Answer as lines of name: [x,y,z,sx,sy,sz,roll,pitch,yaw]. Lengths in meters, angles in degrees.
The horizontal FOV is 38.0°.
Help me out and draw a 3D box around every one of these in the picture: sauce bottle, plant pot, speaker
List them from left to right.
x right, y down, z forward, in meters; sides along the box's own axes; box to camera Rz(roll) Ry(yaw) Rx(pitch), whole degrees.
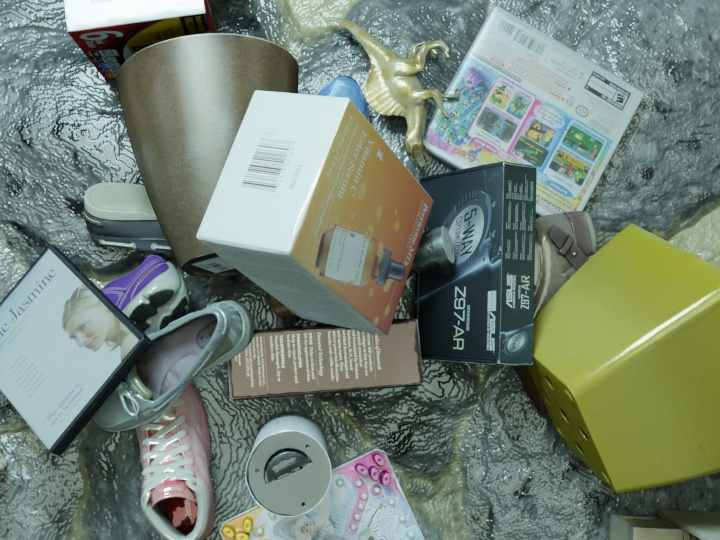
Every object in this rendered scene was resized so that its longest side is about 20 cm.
plant pot: [-0.143,-0.101,1.043,0.186,0.187,0.201,-6,76,-5]
speaker: [-0.071,0.188,1.044,0.081,0.200,0.082,0,87,-4]
sauce bottle: [0.000,0.000,1.096,0.199,0.066,0.066,-13,88,18]
plant pot: [0.277,0.101,1.048,0.176,0.200,0.201,-29,113,-6]

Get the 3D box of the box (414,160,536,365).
box: [0.117,-0.004,1.089,0.043,0.160,0.201,3,87,-29]

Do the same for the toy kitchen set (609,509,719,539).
toy kitchen set: [0.379,0.356,1.089,0.199,0.163,0.182,3,87,-4]

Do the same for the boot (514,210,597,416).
boot: [0.222,0.039,1.139,0.146,0.070,0.201,-25,103,-12]

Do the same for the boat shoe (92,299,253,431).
boat shoe: [-0.199,0.095,1.040,0.201,0.065,0.075,-32,76,17]

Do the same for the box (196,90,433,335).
box: [-0.034,-0.050,0.975,0.106,0.200,0.153,10,72,31]

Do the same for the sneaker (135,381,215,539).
sneaker: [-0.195,0.191,1.084,0.075,0.105,0.201,-13,87,-3]

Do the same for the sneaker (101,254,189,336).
sneaker: [-0.266,0.064,1.111,0.200,0.081,0.084,-40,48,4]

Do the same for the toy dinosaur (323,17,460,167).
toy dinosaur: [0.045,-0.216,1.131,0.101,0.058,0.201,-28,85,-10]

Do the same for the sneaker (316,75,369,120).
sneaker: [-0.035,-0.114,1.119,0.078,0.089,0.201,14,84,-4]

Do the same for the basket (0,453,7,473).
basket: [-0.492,0.195,1.031,0.200,0.161,0.198,-43,91,-5]

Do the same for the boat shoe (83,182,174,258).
boat shoe: [-0.198,-0.047,1.130,0.199,0.073,0.063,9,129,-9]

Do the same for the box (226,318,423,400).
box: [-0.039,0.092,1.103,0.199,0.100,0.075,-2,87,-5]

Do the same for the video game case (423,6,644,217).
video game case: [0.192,-0.169,1.174,0.199,0.024,0.183,30,85,-3]

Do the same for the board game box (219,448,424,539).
board game box: [-0.024,0.325,1.128,0.199,0.026,0.201,-25,89,-5]

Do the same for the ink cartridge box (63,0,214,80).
ink cartridge box: [-0.197,-0.265,1.058,0.174,0.200,0.084,-9,88,-4]

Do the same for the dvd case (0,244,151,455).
dvd case: [-0.312,0.075,1.064,0.200,0.018,0.143,36,85,37]
